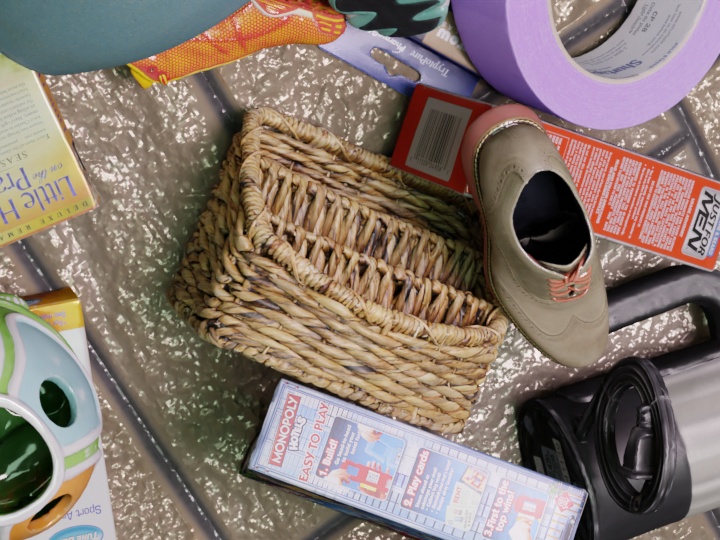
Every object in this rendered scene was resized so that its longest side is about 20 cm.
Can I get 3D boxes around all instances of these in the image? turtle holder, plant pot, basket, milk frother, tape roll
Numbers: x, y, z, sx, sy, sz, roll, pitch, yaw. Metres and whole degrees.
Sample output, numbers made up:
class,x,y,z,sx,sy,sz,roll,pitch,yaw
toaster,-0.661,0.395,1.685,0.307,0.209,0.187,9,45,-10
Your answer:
class,x,y,z,sx,sy,sz,roll,pitch,yaw
turtle holder,-0.226,0.075,1.099,0.141,0.132,0.186,-15,106,-13
plant pot,-0.160,-0.188,1.038,0.200,0.200,0.135,38,108,-22
basket,0.000,0.000,1.194,0.200,0.143,0.149,23,94,-22
milk frother,0.227,0.106,1.258,0.188,0.200,0.181,-17,116,-15
tape roll,0.157,-0.196,1.221,0.200,0.066,0.200,-12,113,-31

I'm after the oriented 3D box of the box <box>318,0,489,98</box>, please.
class,x,y,z,sx,sy,sz,roll,pitch,yaw
box,0.067,-0.209,1.233,0.121,0.032,0.200,26,93,-22

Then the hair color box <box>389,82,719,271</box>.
class,x,y,z,sx,sy,sz,roll,pitch,yaw
hair color box,0.134,-0.062,1.234,0.200,0.111,0.064,17,95,-28

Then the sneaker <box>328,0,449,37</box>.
class,x,y,z,sx,sy,sz,roll,pitch,yaw
sneaker,0.004,-0.242,1.140,0.200,0.078,0.140,50,38,-55

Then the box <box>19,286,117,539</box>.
class,x,y,z,sx,sy,sz,roll,pitch,yaw
box,-0.225,0.120,1.200,0.119,0.041,0.200,-11,103,-16

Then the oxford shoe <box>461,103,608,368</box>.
class,x,y,z,sx,sy,sz,roll,pitch,yaw
oxford shoe,0.114,-0.003,1.141,0.070,0.075,0.200,-28,128,-1

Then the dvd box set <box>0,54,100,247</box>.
class,x,y,z,sx,sy,sz,roll,pitch,yaw
dvd box set,-0.263,-0.102,1.128,0.146,0.029,0.200,-23,108,2

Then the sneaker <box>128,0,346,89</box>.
class,x,y,z,sx,sy,sz,roll,pitch,yaw
sneaker,-0.108,-0.153,1.174,0.200,0.073,0.077,1,116,-12

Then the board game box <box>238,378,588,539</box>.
class,x,y,z,sx,sy,sz,roll,pitch,yaw
board game box,0.007,0.127,1.200,0.200,0.200,0.062,24,80,-22
